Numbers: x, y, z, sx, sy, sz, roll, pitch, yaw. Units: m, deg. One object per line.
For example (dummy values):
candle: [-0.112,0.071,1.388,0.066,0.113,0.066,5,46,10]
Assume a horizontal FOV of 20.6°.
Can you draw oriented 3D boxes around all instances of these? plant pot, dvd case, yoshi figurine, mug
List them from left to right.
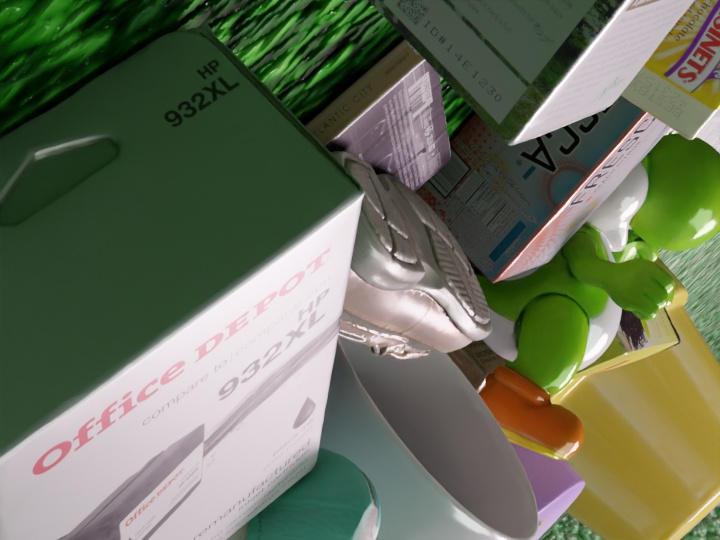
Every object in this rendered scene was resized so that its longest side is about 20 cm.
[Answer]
dvd case: [-0.043,-0.006,0.817,0.200,0.016,0.149,-42,167,-5]
mug: [-0.034,0.101,0.925,0.175,0.148,0.200,-39,-157,15]
yoshi figurine: [0.132,0.002,1.020,0.112,0.112,0.200,27,83,-47]
plant pot: [0.190,0.105,1.456,0.201,0.189,0.201,-39,165,-12]

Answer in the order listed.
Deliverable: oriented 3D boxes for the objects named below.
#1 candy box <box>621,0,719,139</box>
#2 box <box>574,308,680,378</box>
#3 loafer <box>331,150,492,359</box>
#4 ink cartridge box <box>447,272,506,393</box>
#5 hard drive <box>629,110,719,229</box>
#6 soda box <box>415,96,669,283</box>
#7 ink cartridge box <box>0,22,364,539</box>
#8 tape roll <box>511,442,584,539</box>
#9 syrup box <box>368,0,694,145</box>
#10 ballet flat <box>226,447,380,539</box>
candy box: [0.141,-0.147,0.734,0.200,0.102,0.026,-52,-167,35]
box: [0.141,0.023,1.176,0.050,0.075,0.200,-25,174,15]
loafer: [0.000,0.000,0.810,0.063,0.072,0.200,-28,163,10]
ink cartridge box: [0.014,0.095,1.165,0.200,0.075,0.165,-48,167,18]
hard drive: [0.184,-0.079,1.198,0.140,0.038,0.200,-48,166,23]
soda box: [0.114,-0.086,0.919,0.200,0.064,0.068,-49,165,27]
ink cartridge box: [-0.084,0.037,0.650,0.145,0.084,0.200,-37,160,-23]
tape roll: [0.037,0.168,1.159,0.200,0.066,0.200,-40,166,-12]
syrup box: [0.096,-0.142,0.659,0.081,0.079,0.200,-24,157,-53]
ballet flat: [-0.082,0.104,0.794,0.070,0.067,0.200,14,163,-42]
